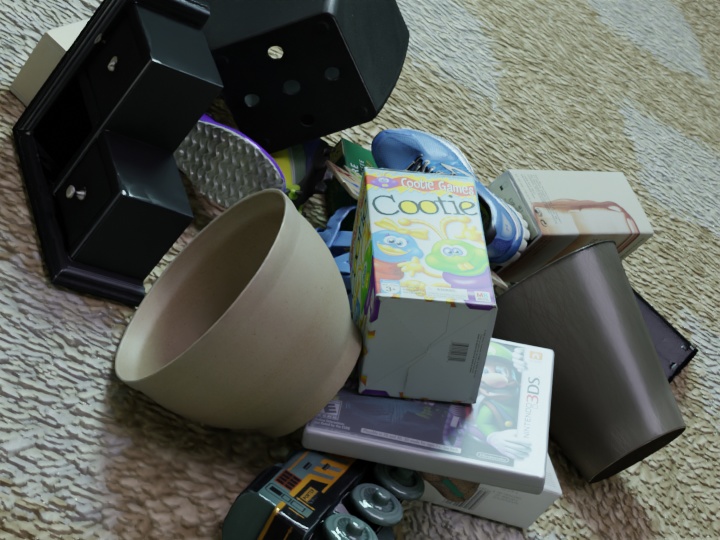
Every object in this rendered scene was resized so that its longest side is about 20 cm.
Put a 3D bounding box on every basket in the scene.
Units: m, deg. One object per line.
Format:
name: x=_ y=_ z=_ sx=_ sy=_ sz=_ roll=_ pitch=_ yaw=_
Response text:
basket: x=0.227 y=0.101 z=1.780 sx=0.200 sy=0.180 sz=0.136 roll=62 pitch=14 yaw=16

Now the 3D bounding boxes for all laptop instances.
laptop: x=0.287 y=0.069 z=2.031 sx=0.177 sy=0.103 sz=0.200 roll=43 pitch=55 yaw=7

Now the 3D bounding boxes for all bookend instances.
bookend: x=-0.197 y=-0.112 z=1.522 sx=0.092 sy=0.199 sz=0.200 roll=18 pitch=37 yaw=-38

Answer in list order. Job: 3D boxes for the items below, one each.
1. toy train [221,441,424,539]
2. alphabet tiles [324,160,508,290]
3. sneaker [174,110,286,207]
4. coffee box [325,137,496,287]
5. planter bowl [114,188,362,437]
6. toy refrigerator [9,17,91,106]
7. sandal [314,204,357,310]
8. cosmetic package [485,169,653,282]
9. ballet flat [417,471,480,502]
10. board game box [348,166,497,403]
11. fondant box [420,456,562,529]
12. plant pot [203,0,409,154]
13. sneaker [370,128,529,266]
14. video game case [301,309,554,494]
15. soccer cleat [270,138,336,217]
toy train: x=-0.027 y=0.191 z=1.428 sx=0.114 sy=0.085 sz=0.200 roll=34 pitch=28 yaw=9
alphabet tiles: x=0.056 y=-0.045 z=1.766 sx=0.200 sy=0.006 sz=0.166 roll=31 pitch=10 yaw=-25
sneaker: x=-0.151 y=-0.123 z=1.694 sx=0.200 sy=0.070 sz=0.100 roll=27 pitch=18 yaw=10
coffee box: x=0.054 y=-0.055 z=1.894 sx=0.200 sy=0.044 sz=0.123 roll=24 pitch=34 yaw=-27
planter bowl: x=-0.085 y=0.052 z=1.449 sx=0.135 sy=0.200 sz=0.200 roll=43 pitch=26 yaw=-21
toy refrigerator: x=-0.249 y=-0.204 z=1.718 sx=0.070 sy=0.076 sz=0.200 roll=43 pitch=30 yaw=6
sandal: x=0.000 y=0.000 z=1.664 sx=0.079 sy=0.087 sz=0.200 roll=35 pitch=12 yaw=-38
cosmetic package: x=0.209 y=-0.047 z=1.908 sx=0.200 sy=0.103 sz=0.087 roll=-4 pitch=60 yaw=-45
ballet flat: x=0.095 y=0.135 z=1.559 sx=0.067 sy=0.068 sz=0.200 roll=51 pitch=33 yaw=-15
board game box: x=0.049 y=0.009 z=1.525 sx=0.103 sy=0.105 sz=0.200 roll=5 pitch=34 yaw=-6
fondant box: x=0.093 y=0.136 z=1.662 sx=0.144 sy=0.058 sz=0.200 roll=20 pitch=36 yaw=-30
plant pot: x=-0.069 y=-0.231 z=1.772 sx=0.177 sy=0.199 sz=0.200 roll=-93 pitch=162 yaw=-49
sneaker: x=0.084 y=-0.086 z=1.807 sx=0.200 sy=0.079 sz=0.089 roll=40 pitch=8 yaw=27
video game case: x=0.062 y=0.106 z=1.498 sx=0.200 sy=0.023 sz=0.182 roll=11 pitch=33 yaw=2
soccer cleat: x=-0.091 y=-0.081 z=1.765 sx=0.084 sy=0.065 sz=0.200 roll=13 pitch=30 yaw=16
